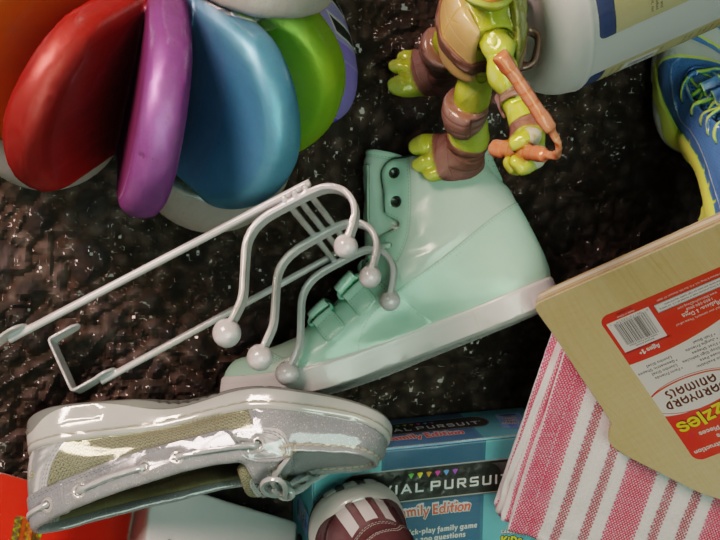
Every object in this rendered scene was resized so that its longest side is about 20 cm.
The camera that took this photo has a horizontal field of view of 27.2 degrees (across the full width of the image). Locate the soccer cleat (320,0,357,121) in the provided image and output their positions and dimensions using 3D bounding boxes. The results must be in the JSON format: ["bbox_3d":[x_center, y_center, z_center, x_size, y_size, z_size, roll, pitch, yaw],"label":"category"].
[{"bbox_3d":[-0.049,-0.165,0.771,0.066,0.076,0.202,-24,109,-11],"label":"soccer cleat"}]

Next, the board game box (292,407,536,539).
[{"bbox_3d":[0.035,0.191,0.901,0.149,0.047,0.203,-3,104,-17],"label":"board game box"}]

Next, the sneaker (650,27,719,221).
[{"bbox_3d":[0.216,-0.076,0.820,0.075,0.105,0.203,-11,69,-5],"label":"sneaker"}]

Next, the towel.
[{"bbox_3d":[0.187,0.104,0.842,0.197,0.030,0.148,16,110,-1],"label":"towel"}]

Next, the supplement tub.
[{"bbox_3d":[0.158,-0.194,0.794,0.198,0.144,0.146,-24,109,-11],"label":"supplement tub"}]

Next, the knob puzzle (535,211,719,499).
[{"bbox_3d":[0.218,0.050,0.781,0.216,0.031,0.222,6,125,9],"label":"knob puzzle"}]

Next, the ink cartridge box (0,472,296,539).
[{"bbox_3d":[-0.124,0.206,0.788,0.172,0.202,0.044,21,139,-22],"label":"ink cartridge box"}]

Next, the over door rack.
[{"bbox_3d":[-0.082,0.025,0.741,0.197,0.148,0.067,-16,76,5],"label":"over door rack"}]

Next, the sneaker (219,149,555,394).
[{"bbox_3d":[0.000,0.000,0.841,0.198,0.074,0.120,-21,84,4],"label":"sneaker"}]

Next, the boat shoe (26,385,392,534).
[{"bbox_3d":[-0.082,0.104,0.802,0.199,0.075,0.066,-2,69,0],"label":"boat shoe"}]

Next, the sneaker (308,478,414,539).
[{"bbox_3d":[0.023,0.224,0.817,0.075,0.115,0.202,-20,108,-11],"label":"sneaker"}]

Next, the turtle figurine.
[{"bbox_3d":[0.051,-0.124,0.745,0.064,0.162,0.202,-23,74,-16],"label":"turtle figurine"}]

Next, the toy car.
[{"bbox_3d":[-0.105,-0.091,0.702,0.197,0.151,0.177,14,125,-7],"label":"toy car"}]
